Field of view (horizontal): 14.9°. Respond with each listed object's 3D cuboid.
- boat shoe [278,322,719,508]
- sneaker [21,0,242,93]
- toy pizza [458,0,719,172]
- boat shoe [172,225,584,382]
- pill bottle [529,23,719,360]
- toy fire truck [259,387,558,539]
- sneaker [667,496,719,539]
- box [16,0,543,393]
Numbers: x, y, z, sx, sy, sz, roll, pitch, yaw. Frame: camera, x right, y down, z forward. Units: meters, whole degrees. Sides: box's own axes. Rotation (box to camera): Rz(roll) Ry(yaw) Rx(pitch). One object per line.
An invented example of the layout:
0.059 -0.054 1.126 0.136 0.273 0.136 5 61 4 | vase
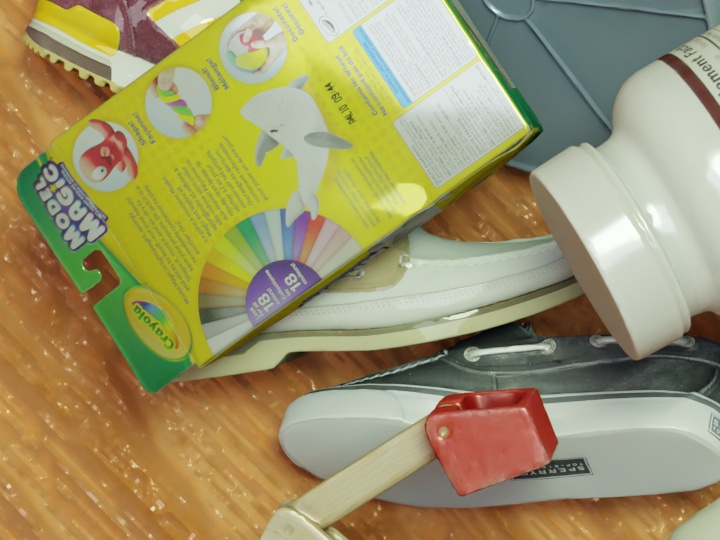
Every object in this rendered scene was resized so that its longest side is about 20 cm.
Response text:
0.064 0.056 1.191 0.198 0.072 0.068 -4 53 18 | boat shoe
-0.047 -0.102 1.202 0.199 0.075 0.091 22 95 5 | sneaker
0.068 -0.125 1.155 0.200 0.201 0.032 35 52 6 | toy pizza
0.000 0.000 1.193 0.198 0.075 0.069 -10 92 5 | boat shoe
0.173 -0.050 1.074 0.199 0.113 0.113 -30 85 -2 | pill bottle
-0.001 0.140 1.142 0.199 0.049 0.142 -18 95 10 | toy fire truck
0.213 0.068 1.183 0.199 0.070 0.094 -26 68 5 | sneaker
-0.037 -0.048 1.143 0.199 0.048 0.118 -34 87 10 | box
